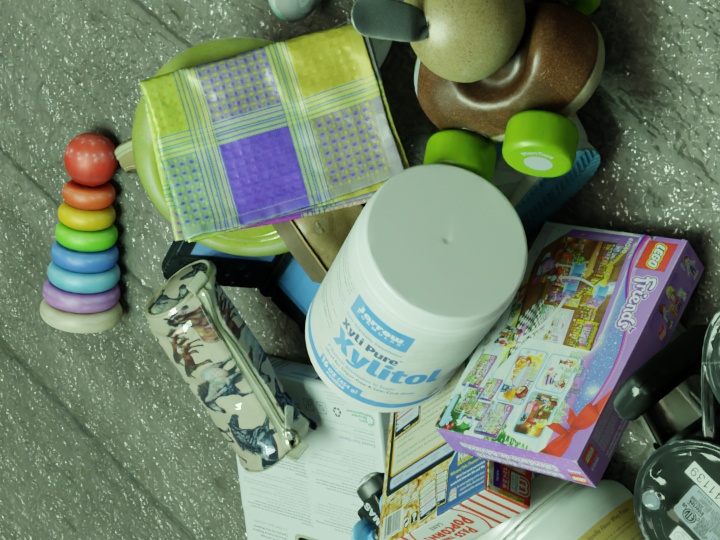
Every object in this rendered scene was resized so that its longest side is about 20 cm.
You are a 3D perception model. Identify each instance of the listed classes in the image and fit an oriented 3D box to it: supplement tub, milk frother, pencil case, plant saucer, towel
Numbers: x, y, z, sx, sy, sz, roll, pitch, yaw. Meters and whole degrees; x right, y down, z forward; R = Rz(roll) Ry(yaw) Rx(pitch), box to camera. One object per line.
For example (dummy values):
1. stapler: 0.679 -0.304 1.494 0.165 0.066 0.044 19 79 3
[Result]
1. supplement tub: 0.039 0.019 1.336 0.132 0.131 0.200 53 155 12
2. milk frother: 0.299 0.098 1.202 0.200 0.188 0.181 -36 82 44
3. supplement tub: 0.195 0.261 1.394 0.200 0.144 0.145 49 132 16
4. pencil case: -0.119 0.086 1.563 0.089 0.078 0.201 -8 121 45
5. plant saucer: -0.098 -0.096 1.457 0.198 0.031 0.201 3 118 5
6. towel: -0.068 -0.111 1.396 0.023 0.198 0.145 141 115 -86

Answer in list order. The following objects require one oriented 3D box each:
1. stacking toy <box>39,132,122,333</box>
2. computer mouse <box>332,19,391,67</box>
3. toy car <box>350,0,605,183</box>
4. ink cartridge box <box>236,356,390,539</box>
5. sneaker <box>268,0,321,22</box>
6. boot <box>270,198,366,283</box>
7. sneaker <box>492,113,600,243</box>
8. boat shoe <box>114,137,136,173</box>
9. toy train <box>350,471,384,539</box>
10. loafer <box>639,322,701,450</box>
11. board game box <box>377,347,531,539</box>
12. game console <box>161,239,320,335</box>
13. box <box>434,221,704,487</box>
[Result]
1. stacking toy: -0.280 -0.042 1.758 0.085 0.085 0.202 22 117 35
2. computer mouse: -0.045 -0.167 1.488 0.199 0.110 0.044 -14 123 37
3. toy car: 0.066 -0.176 1.259 0.157 0.199 0.166 -10 61 44
4. ink cartridge box: -0.038 0.189 1.651 0.195 0.043 0.202 10 114 39
5. sneaker: 0.005 -0.255 1.408 0.140 0.077 0.201 45 132 21
6. boot: 0.000 0.000 1.478 0.074 0.075 0.200 54 180 44
7. sneaker: 0.113 -0.069 1.396 0.200 0.076 0.081 -44 60 42
8. boat shoe: -0.154 -0.103 1.617 0.199 0.074 0.067 -6 97 44
9. toy train: 0.079 0.251 1.517 0.200 0.114 0.087 52 137 14
10. loafer: 0.255 0.133 1.340 0.070 0.070 0.201 -34 83 44
11. board game box: 0.080 0.125 1.426 0.151 0.046 0.201 -37 36 45
12. game console: -0.060 -0.015 1.542 0.200 0.170 0.119 -57 41 39
13. box: 0.159 0.059 1.317 0.136 0.201 0.039 10 151 43
